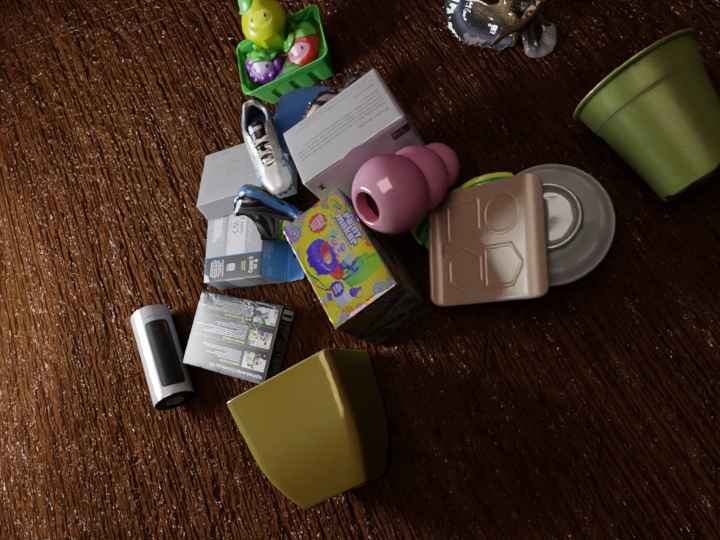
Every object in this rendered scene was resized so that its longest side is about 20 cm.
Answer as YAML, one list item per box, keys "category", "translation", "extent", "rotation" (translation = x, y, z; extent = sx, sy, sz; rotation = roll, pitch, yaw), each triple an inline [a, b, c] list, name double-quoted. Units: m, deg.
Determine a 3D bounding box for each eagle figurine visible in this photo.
- category: "eagle figurine"
  translation: [0.263, -0.479, 1.089]
  extent: [0.150, 0.152, 0.200]
  rotation: [-6, 31, -18]

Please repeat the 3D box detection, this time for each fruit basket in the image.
- category: "fruit basket"
  translation: [-0.170, -0.462, 1.216]
  extent: [0.214, 0.215, 0.157]
  rotation: [-20, 68, 17]

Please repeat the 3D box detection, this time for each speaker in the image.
- category: "speaker"
  translation: [-0.398, 0.171, 1.204]
  extent: [0.081, 0.081, 0.201]
  rotation: [-31, 65, 13]

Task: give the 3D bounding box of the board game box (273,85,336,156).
- category: "board game box"
  translation: [-0.095, -0.287, 1.209]
  extent: [0.156, 0.039, 0.202]
  rotation: [4, 58, 4]

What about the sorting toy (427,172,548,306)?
- category: "sorting toy"
  translation: [0.196, -0.042, 0.941]
  extent: [0.199, 0.036, 0.187]
  rotation: [-8, 79, 42]

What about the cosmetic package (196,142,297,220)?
- category: "cosmetic package"
  translation: [-0.224, -0.195, 1.213]
  extent: [0.198, 0.052, 0.152]
  rotation: [-14, 52, 14]

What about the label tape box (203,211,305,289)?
- category: "label tape box"
  translation: [-0.208, -0.047, 1.190]
  extent: [0.198, 0.066, 0.145]
  rotation: [-7, 72, 24]

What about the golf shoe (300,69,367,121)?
- category: "golf shoe"
  translation: [-0.029, -0.306, 1.149]
  extent: [0.094, 0.078, 0.200]
  rotation: [39, 69, 20]

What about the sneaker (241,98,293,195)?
- category: "sneaker"
  translation: [-0.181, -0.229, 1.121]
  extent: [0.071, 0.072, 0.202]
  rotation: [-24, 69, 9]

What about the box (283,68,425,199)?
- category: "box"
  translation: [0.008, -0.202, 1.058]
  extent: [0.198, 0.200, 0.131]
  rotation: [-32, 57, 12]

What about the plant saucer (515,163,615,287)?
- category: "plant saucer"
  translation: [0.288, -0.077, 0.931]
  extent: [0.198, 0.050, 0.202]
  rotation: [-6, 74, 22]

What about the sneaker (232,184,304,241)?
- category: "sneaker"
  translation: [-0.151, -0.086, 1.139]
  extent: [0.199, 0.071, 0.083]
  rotation: [31, 104, -11]

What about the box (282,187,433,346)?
- category: "box"
  translation: [0.000, 0.000, 1.012]
  extent: [0.122, 0.192, 0.201]
  rotation: [-36, 64, 11]

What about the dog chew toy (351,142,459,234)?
- category: "dog chew toy"
  translation: [0.081, -0.141, 0.954]
  extent: [0.199, 0.125, 0.124]
  rotation: [-34, 58, -30]

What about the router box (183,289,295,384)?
- category: "router box"
  translation: [-0.236, 0.128, 1.159]
  extent: [0.198, 0.051, 0.151]
  rotation: [10, 81, 26]

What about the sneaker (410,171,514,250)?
- category: "sneaker"
  translation: [0.182, -0.103, 1.041]
  extent: [0.199, 0.074, 0.084]
  rotation: [-32, 90, 10]

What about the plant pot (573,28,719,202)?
- category: "plant pot"
  translation: [0.455, -0.212, 0.890]
  extent: [0.199, 0.200, 0.191]
  rotation: [-32, 77, 12]

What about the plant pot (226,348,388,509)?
- category: "plant pot"
  translation: [-0.060, 0.260, 0.972]
  extent: [0.193, 0.195, 0.201]
  rotation: [-29, 72, 14]
